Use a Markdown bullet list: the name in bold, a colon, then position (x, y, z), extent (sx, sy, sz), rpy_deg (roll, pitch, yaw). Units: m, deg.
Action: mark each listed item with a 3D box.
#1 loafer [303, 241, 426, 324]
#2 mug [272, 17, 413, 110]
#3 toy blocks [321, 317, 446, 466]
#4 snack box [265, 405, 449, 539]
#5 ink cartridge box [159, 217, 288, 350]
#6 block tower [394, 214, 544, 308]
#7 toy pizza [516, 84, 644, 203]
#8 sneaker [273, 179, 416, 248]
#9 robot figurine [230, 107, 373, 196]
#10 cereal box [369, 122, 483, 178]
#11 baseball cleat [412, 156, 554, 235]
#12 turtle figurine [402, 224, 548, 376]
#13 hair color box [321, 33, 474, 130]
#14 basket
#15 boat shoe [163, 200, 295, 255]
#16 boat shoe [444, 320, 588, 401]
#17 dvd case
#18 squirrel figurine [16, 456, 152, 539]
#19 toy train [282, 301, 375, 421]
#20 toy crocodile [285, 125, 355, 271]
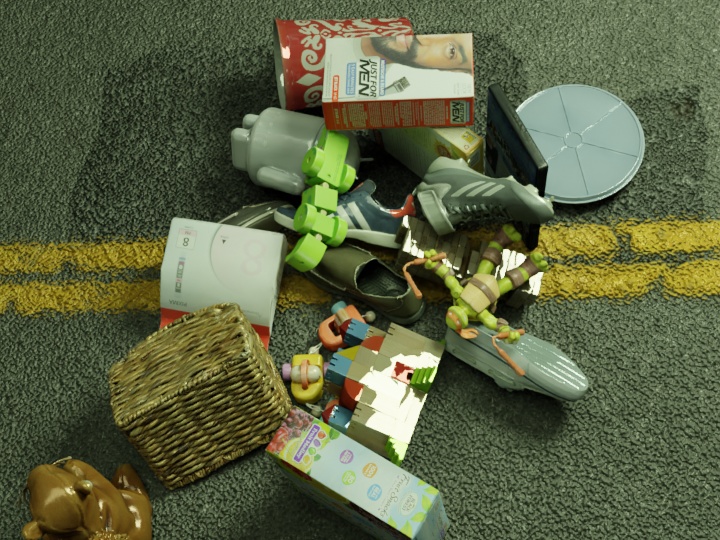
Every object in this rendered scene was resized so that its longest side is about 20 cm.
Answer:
- **loafer**: position (0.000, 0.000, 1.430), extent (0.198, 0.070, 0.076), rpy_deg (24, 67, 19)
- **mug**: position (-0.027, -0.327, 1.571), extent (0.197, 0.134, 0.179), rpy_deg (-6, 54, -7)
- **toy blocks**: position (0.016, 0.138, 1.310), extent (0.135, 0.100, 0.201), rpy_deg (22, 53, 3)
- **snack box**: position (0.001, 0.256, 1.237), extent (0.198, 0.169, 0.068), rpy_deg (29, 72, 20)
- **ink cartridge box**: position (-0.192, 0.040, 1.413), extent (0.160, 0.057, 0.203), rpy_deg (9, 76, 9)
- **block tower**: position (0.139, -0.009, 1.395), extent (0.197, 0.054, 0.058), rpy_deg (19, 63, -3)
- **toy pizza**: position (0.303, -0.178, 1.507), extent (0.197, 0.032, 0.203), rpy_deg (-4, 62, 7)
- **sneaker**: position (-0.019, -0.086, 1.455), extent (0.197, 0.075, 0.086), rpy_deg (7, 100, -4)
- **robot figurine**: position (-0.085, -0.165, 1.506), extent (0.197, 0.114, 0.171), rpy_deg (13, 45, 14)
- **cereal box**: position (0.088, -0.183, 1.475), extent (0.039, 0.144, 0.200), rpy_deg (-42, 65, -16)
- **baseball cleat**: position (0.149, -0.077, 1.337), extent (0.199, 0.070, 0.107), rpy_deg (27, 75, 45)
- **turtle figurine**: position (0.162, 0.031, 1.325), extent (0.200, 0.065, 0.161), rpy_deg (41, 68, 16)
- **hair color box**: position (0.051, -0.250, 1.399), extent (0.197, 0.064, 0.112), rpy_deg (-1, 59, 4)
- **basket**: position (-0.206, 0.155, 1.358), extent (0.198, 0.150, 0.143), rpy_deg (-29, 38, 0)
- **boat shoe**: position (-0.189, -0.056, 1.489), extent (0.198, 0.067, 0.057), rpy_deg (-31, 66, -5)
- **boat shoe**: position (0.195, 0.118, 1.347), extent (0.199, 0.067, 0.073), rpy_deg (34, 32, 25)
- **dvd case**: position (0.203, -0.133, 1.399), extent (0.017, 0.201, 0.144), rpy_deg (-22, 62, -7)
- **squirrel figurine**: position (-0.315, 0.310, 1.241), extent (0.141, 0.187, 0.201), rpy_deg (-32, 62, -10)
- **toy train**: position (-0.021, 0.133, 1.371), extent (0.149, 0.056, 0.201), rpy_deg (-26, 61, -6)
- **toy crocodile**: position (-0.054, -0.096, 1.401), extent (0.067, 0.061, 0.203), rpy_deg (20, 69, -31)
